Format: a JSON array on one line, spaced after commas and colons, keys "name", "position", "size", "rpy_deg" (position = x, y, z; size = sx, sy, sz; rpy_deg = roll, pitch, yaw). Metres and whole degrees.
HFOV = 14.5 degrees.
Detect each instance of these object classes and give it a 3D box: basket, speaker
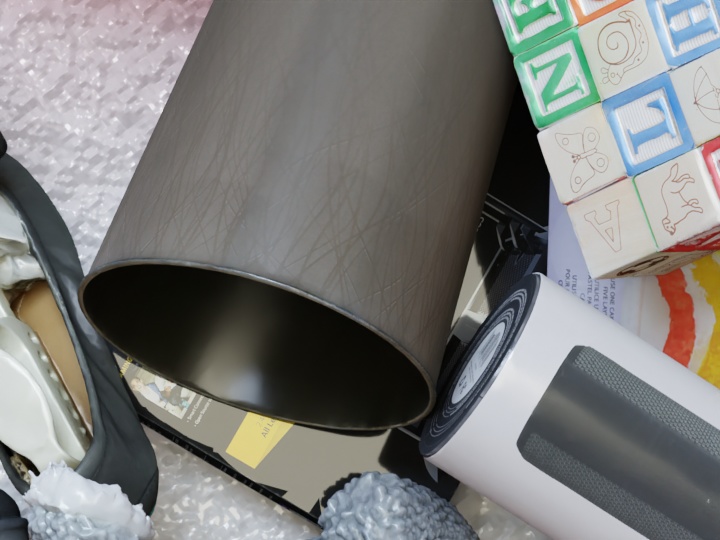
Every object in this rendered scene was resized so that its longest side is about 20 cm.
[{"name": "basket", "position": [-0.007, -0.060, 1.068], "size": [0.136, 0.180, 0.201], "rpy_deg": [23, 73, -11]}, {"name": "speaker", "position": [0.125, 0.087, 1.035], "size": [0.200, 0.081, 0.081], "rpy_deg": [33, 83, -7]}]

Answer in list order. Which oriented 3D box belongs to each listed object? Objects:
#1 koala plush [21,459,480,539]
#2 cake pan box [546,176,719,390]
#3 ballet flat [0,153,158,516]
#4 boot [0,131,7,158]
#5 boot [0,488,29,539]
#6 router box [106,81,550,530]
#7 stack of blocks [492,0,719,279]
[{"name": "koala plush", "position": [-0.061, 0.162, 1.027], "size": [0.183, 0.200, 0.178], "rpy_deg": [-11, 72, 18]}, {"name": "cake pan box", "position": [0.159, -0.049, 1.054], "size": [0.184, 0.052, 0.201], "rpy_deg": [6, 96, 32]}, {"name": "ballet flat", "position": [-0.137, 0.017, 1.107], "size": [0.068, 0.068, 0.200], "rpy_deg": [-38, 62, 10]}, {"name": "boot", "position": [-0.237, -0.085, 1.094], "size": [0.200, 0.072, 0.144], "rpy_deg": [44, 82, 2]}, {"name": "boot", "position": [-0.223, 0.025, 1.145], "size": [0.164, 0.066, 0.201], "rpy_deg": [-5, 80, -7]}, {"name": "router box", "position": [0.000, 0.000, 1.163], "size": [0.157, 0.052, 0.200], "rpy_deg": [31, 84, 0]}, {"name": "stack of blocks", "position": [0.109, -0.110, 1.018], "size": [0.115, 0.058, 0.201], "rpy_deg": [-25, 79, 32]}]
